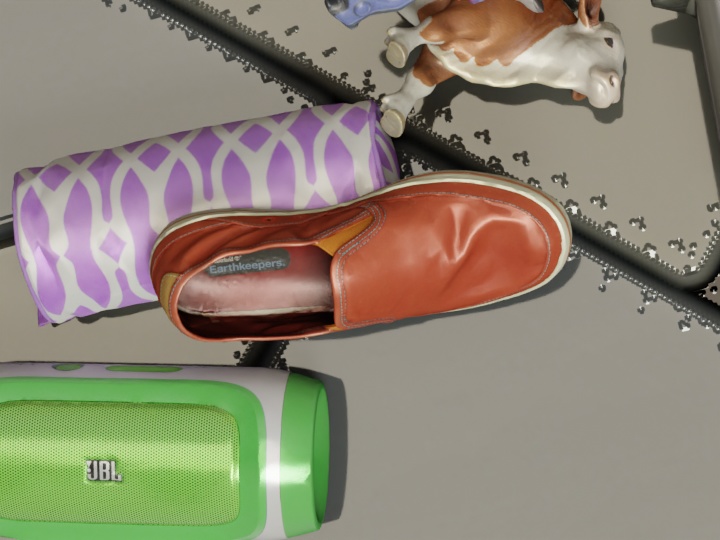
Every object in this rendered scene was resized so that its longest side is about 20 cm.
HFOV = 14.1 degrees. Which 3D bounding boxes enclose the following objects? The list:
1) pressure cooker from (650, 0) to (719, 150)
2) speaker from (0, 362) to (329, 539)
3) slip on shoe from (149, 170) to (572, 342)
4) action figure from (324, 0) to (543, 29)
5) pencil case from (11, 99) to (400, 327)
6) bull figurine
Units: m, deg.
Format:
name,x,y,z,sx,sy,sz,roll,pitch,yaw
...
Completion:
name,x,y,z,sx,sy,sz,roll,pitch,yaw
pressure cooker,0.239,-0.113,1.345,0.175,0.178,0.201,-7,87,-33
speaker,-0.118,0.088,1.420,0.199,0.088,0.089,1,89,6
slip on shoe,0.000,0.000,1.354,0.199,0.061,0.074,-6,120,2
action figure,0.056,-0.208,1.323,0.199,0.105,0.194,-22,120,8
pencil case,-0.071,-0.027,1.424,0.199,0.086,0.084,-8,51,6
bull figurine,0.038,-0.138,1.408,0.121,0.065,0.200,-31,75,-36
